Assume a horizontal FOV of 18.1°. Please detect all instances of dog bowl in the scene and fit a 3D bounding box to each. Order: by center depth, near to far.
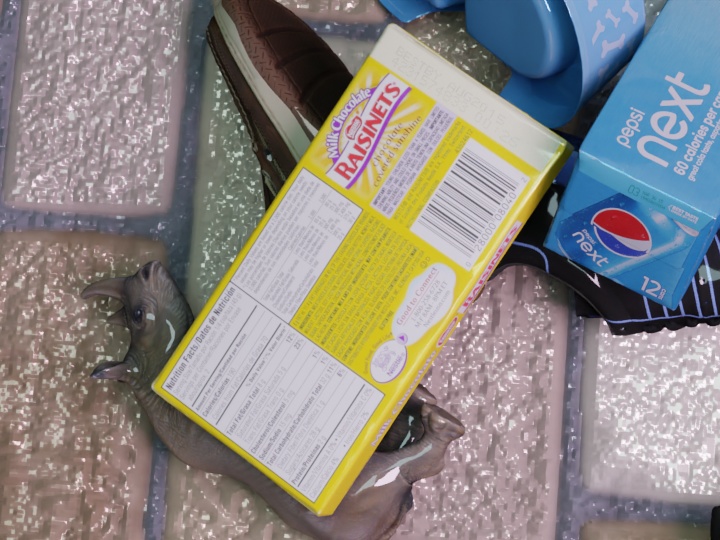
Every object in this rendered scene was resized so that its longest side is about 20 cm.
[{"bbox_3d":[0.059,-0.151,1.065,0.049,0.112,0.200,-29,50,-21],"label":"dog bowl"}]

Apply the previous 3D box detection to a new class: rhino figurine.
[{"bbox_3d":[-0.052,0.060,1.075,0.199,0.060,0.088,30,97,12],"label":"rhino figurine"}]

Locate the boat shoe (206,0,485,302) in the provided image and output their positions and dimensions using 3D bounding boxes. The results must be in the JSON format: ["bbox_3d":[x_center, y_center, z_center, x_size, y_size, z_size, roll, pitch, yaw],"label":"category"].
[{"bbox_3d":[-0.026,-0.043,1.088,0.075,0.075,0.203,-46,62,26],"label":"boat shoe"}]

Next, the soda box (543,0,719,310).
[{"bbox_3d":[0.155,-0.079,1.033,0.068,0.064,0.200,26,49,8],"label":"soda box"}]

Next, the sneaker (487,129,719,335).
[{"bbox_3d":[0.152,-0.001,1.073,0.199,0.070,0.078,21,103,3],"label":"sneaker"}]

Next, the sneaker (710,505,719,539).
[{"bbox_3d":[0.177,0.155,1.034,0.200,0.074,0.087,-42,79,-9],"label":"sneaker"}]

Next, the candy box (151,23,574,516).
[{"bbox_3d":[0.000,0.000,1.021,0.102,0.026,0.201,36,96,19],"label":"candy box"}]
